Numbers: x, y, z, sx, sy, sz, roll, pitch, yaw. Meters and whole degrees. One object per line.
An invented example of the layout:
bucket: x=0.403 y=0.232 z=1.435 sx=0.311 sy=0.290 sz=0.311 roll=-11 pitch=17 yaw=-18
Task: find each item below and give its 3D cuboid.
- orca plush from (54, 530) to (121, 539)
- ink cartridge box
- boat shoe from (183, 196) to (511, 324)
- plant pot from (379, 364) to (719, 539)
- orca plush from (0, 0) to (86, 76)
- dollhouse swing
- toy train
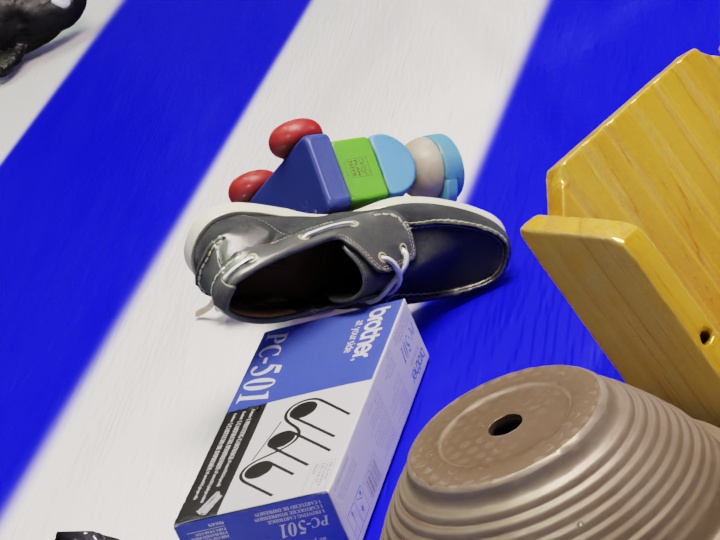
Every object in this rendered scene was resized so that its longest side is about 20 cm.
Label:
orca plush: x=-0.177 y=0.201 z=1.324 sx=0.071 sy=0.105 sz=0.200 roll=-49 pitch=14 yaw=29
ink cartridge box: x=-0.029 y=0.092 z=1.437 sx=0.094 sy=0.044 sz=0.200 roll=-14 pitch=25 yaw=21
boat shoe: x=0.000 y=0.000 z=1.523 sx=0.199 sy=0.072 sz=0.068 roll=-2 pitch=27 yaw=-22
plant pot: x=0.084 y=0.109 z=1.227 sx=0.200 sy=0.093 sz=0.201 roll=-21 pitch=22 yaw=9
orca plush: x=-0.338 y=-0.210 z=2.345 sx=0.199 sy=0.105 sz=0.071 roll=-9 pitch=57 yaw=-20
dollhouse swing: x=0.229 y=-0.033 z=1.305 sx=0.200 sy=0.182 sz=0.176 roll=-40 pitch=7 yaw=-33
toy train: x=-0.022 y=-0.026 z=1.651 sx=0.115 sy=0.085 sz=0.200 roll=-10 pitch=-20 yaw=-29
